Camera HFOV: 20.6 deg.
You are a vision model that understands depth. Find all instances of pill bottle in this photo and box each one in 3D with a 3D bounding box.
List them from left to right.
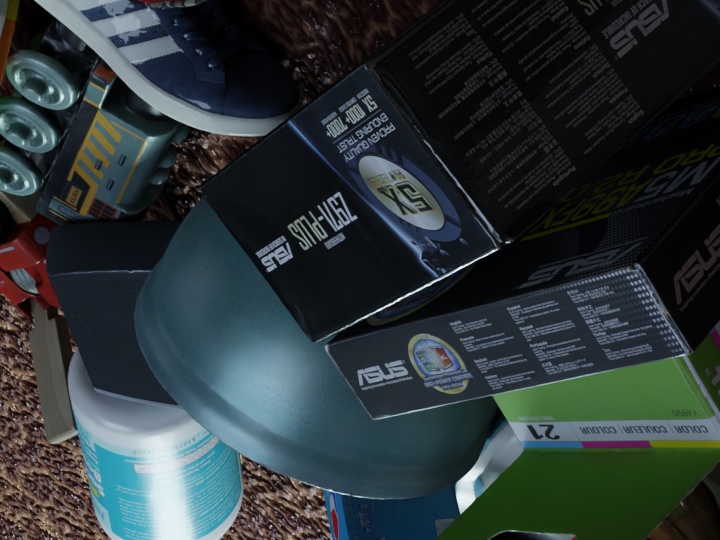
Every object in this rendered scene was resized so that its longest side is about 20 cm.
[{"bbox_3d":[-0.140,0.128,1.397,0.111,0.111,0.201,31,145,28],"label":"pill bottle"}]

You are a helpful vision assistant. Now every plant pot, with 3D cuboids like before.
[{"bbox_3d":[0.000,0.000,1.014,0.200,0.200,0.135,38,121,19],"label":"plant pot"}]

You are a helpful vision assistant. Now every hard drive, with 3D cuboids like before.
[{"bbox_3d":[-0.096,0.032,1.232,0.199,0.042,0.135,2,130,23],"label":"hard drive"}]

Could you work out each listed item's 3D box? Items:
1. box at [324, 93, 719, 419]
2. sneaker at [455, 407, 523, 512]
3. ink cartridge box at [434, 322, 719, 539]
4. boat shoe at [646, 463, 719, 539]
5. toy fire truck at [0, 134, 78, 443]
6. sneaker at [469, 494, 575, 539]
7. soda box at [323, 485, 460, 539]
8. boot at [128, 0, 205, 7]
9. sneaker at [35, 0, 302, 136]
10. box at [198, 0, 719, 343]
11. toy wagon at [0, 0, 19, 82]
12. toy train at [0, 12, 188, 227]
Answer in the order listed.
[{"bbox_3d":[0.099,-0.011,0.854,0.200,0.160,0.044,-17,110,51],"label":"box"},{"bbox_3d":[0.098,0.125,1.129,0.080,0.077,0.200,23,145,12],"label":"sneaker"},{"bbox_3d":[0.103,0.054,0.901,0.148,0.200,0.076,-8,119,55],"label":"ink cartridge box"},{"bbox_3d":[0.179,0.187,1.085,0.072,0.068,0.201,10,133,47],"label":"boat shoe"},{"bbox_3d":[-0.226,0.008,1.382,0.200,0.129,0.176,47,152,-21],"label":"toy fire truck"},{"bbox_3d":[0.122,0.189,1.026,0.200,0.070,0.094,38,154,32],"label":"sneaker"},{"bbox_3d":[0.011,0.102,1.101,0.068,0.064,0.201,92,170,-45],"label":"soda box"},{"bbox_3d":[-0.075,-0.185,0.910,0.203,0.154,0.074,9,132,48],"label":"boot"},{"bbox_3d":[-0.110,-0.154,1.080,0.200,0.075,0.085,35,132,9],"label":"sneaker"},{"bbox_3d":[0.056,-0.075,0.818,0.086,0.200,0.164,53,149,-5],"label":"box"},{"bbox_3d":[-0.242,-0.128,1.206,0.039,0.156,0.200,13,148,-15],"label":"toy wagon"},{"bbox_3d":[-0.163,-0.093,1.206,0.114,0.085,0.200,28,146,-6],"label":"toy train"}]
